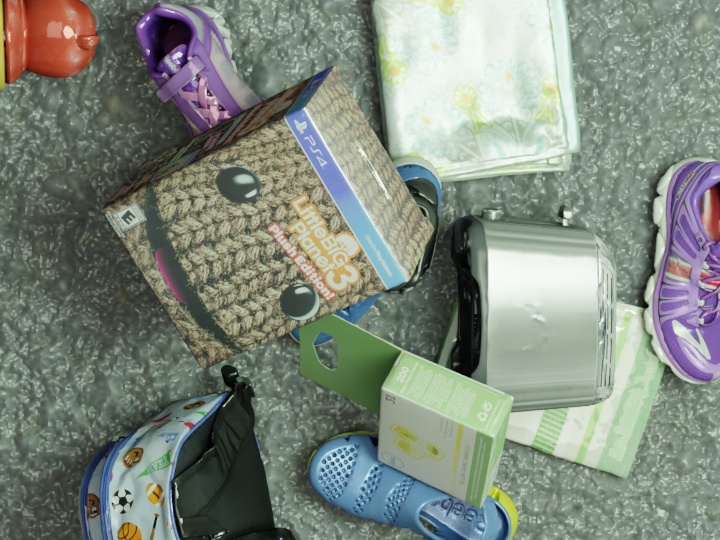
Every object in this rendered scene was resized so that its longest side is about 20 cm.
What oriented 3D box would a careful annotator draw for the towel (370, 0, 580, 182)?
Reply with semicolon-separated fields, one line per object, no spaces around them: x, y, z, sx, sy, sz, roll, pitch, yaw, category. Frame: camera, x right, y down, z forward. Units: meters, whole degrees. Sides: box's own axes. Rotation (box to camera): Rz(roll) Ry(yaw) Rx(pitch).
0.099;-0.178;1.573;0.170;0.048;0.201;-7;96;-4;towel

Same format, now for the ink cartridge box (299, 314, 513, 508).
0.027;0.114;1.521;0.199;0.146;0.048;23;62;12;ink cartridge box

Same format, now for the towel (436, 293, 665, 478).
0.170;0.085;1.616;0.199;0.023;0.153;18;95;-6;towel

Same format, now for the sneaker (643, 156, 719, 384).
0.299;0.001;1.575;0.080;0.083;0.201;-5;95;-22;sneaker

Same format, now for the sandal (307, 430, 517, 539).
0.049;0.200;1.587;0.199;0.087;0.080;18;96;-3;sandal

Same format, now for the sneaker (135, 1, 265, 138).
-0.130;-0.148;1.503;0.080;0.088;0.201;-36;68;12;sneaker

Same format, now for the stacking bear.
-0.322;-0.201;1.518;0.199;0.121;0.114;-2;94;-11;stacking bear

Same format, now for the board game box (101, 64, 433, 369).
-0.072;-0.040;1.425;0.199;0.097;0.160;-25;107;25;board game box

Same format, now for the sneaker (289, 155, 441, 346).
-0.001;-0.001;1.533;0.077;0.111;0.200;37;108;-13;sneaker

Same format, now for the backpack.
-0.152;0.206;1.523;0.153;0.190;0.201;-16;96;14;backpack

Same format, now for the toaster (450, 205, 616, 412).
0.147;0.045;1.542;0.129;0.114;0.201;-1;98;-6;toaster
